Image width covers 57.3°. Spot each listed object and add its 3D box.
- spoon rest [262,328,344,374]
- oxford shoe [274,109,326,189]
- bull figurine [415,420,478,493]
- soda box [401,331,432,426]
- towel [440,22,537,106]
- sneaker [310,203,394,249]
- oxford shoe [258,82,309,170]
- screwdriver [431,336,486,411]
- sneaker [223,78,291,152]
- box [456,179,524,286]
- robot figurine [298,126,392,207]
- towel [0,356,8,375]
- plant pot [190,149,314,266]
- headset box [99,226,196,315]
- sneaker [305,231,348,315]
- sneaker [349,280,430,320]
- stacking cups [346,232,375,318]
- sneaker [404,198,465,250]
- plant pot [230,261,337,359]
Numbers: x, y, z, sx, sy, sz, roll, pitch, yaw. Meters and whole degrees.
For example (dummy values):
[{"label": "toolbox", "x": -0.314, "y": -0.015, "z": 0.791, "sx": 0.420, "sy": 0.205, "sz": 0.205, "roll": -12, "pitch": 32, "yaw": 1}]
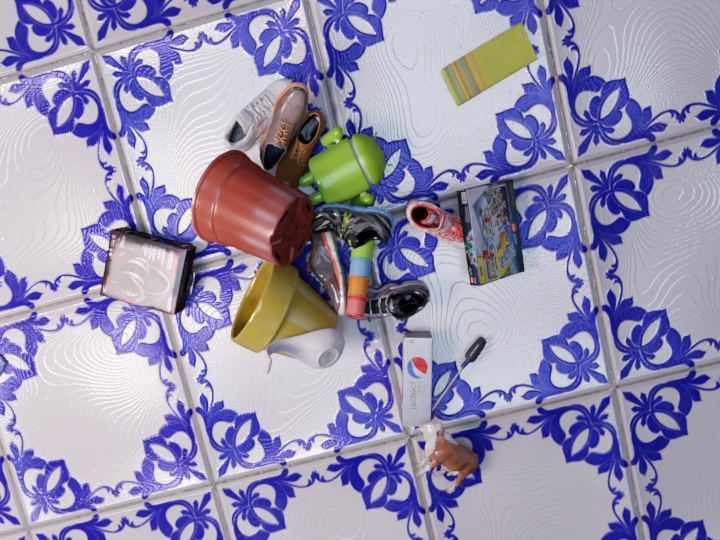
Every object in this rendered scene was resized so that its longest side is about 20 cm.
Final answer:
[{"label": "spoon rest", "x": -0.116, "y": 0.165, "z": 1.349, "sx": 0.195, "sy": 0.061, "sz": 0.102, "roll": -3, "pitch": 125, "yaw": -37}, {"label": "oxford shoe", "x": -0.138, "y": -0.255, "z": 1.427, "sx": 0.070, "sy": 0.071, "sz": 0.205, "roll": 24, "pitch": 100, "yaw": -3}, {"label": "bull figurine", "x": 0.187, "y": 0.420, "z": 1.485, "sx": 0.198, "sy": 0.065, "sz": 0.122, "roll": 37, "pitch": 102, "yaw": -29}, {"label": "soda box", "x": 0.128, "y": 0.244, "z": 1.490, "sx": 0.066, "sy": 0.064, "sz": 0.207, "roll": 0, "pitch": 99, "yaw": 2}, {"label": "towel", "x": 0.275, "y": -0.441, "z": 1.410, "sx": 0.196, "sy": 0.018, "sz": 0.088, "roll": -29, "pitch": 101, "yaw": 5}, {"label": "sneaker", "x": -0.027, "y": -0.090, "z": 1.384, "sx": 0.193, "sy": 0.071, "sz": 0.085, "roll": 4, "pitch": 68, "yaw": 11}, {"label": "oxford shoe", "x": -0.156, "y": -0.294, "z": 1.367, "sx": 0.069, "sy": 0.074, "sz": 0.202, "roll": 14, "pitch": 133, "yaw": -20}, {"label": "screwdriver", "x": 0.217, "y": 0.232, "z": 1.484, "sx": 0.029, "sy": 0.028, "sz": 0.201, "roll": 42, "pitch": 85, "yaw": -9}, {"label": "sneaker", "x": -0.215, "y": -0.327, "z": 1.404, "sx": 0.075, "sy": 0.100, "sz": 0.200, "roll": 44, "pitch": 96, "yaw": -2}, {"label": "box", "x": 0.281, "y": -0.083, "z": 1.416, "sx": 0.133, "sy": 0.037, "sz": 0.207, "roll": -14, "pitch": 99, "yaw": -30}, {"label": "robot figurine", "x": -0.033, "y": -0.212, "z": 1.404, "sx": 0.196, "sy": 0.116, "sz": 0.179, "roll": -27, "pitch": 97, "yaw": 6}, {"label": "towel", "x": -0.946, "y": 0.213, "z": 1.551, "sx": 0.198, "sy": 0.024, "sz": 0.146, "roll": 37, "pitch": 99, "yaw": -3}, {"label": "plant pot", "x": -0.210, "y": -0.115, "z": 1.352, "sx": 0.192, "sy": 0.199, "sz": 0.206, "roll": 26, "pitch": 99, "yaw": 23}, {"label": "headset box", "x": -0.465, "y": 0.003, "z": 1.474, "sx": 0.194, "sy": 0.077, "sz": 0.154, "roll": 15, "pitch": 99, "yaw": 2}, {"label": "sneaker", "x": -0.078, "y": 0.004, "z": 1.451, "sx": 0.079, "sy": 0.077, "sz": 0.206, "roll": -16, "pitch": 78, "yaw": 5}, {"label": "sneaker", "x": 0.058, "y": 0.072, "z": 1.428, "sx": 0.194, "sy": 0.140, "sz": 0.080, "roll": -16, "pitch": 98, "yaw": 4}, {"label": "stacking cups", "x": 0.000, "y": 0.000, "z": 1.432, "sx": 0.058, "sy": 0.061, "sz": 0.207, "roll": 7, "pitch": 80, "yaw": 1}, {"label": "sneaker", "x": 0.184, "y": -0.092, "z": 1.416, "sx": 0.197, "sy": 0.108, "sz": 0.069, "roll": 26, "pitch": 99, "yaw": -2}, {"label": "plant pot", "x": -0.156, "y": 0.100, "z": 1.425, "sx": 0.185, "sy": 0.201, "sz": 0.204, "roll": 28, "pitch": 99, "yaw": -17}]
